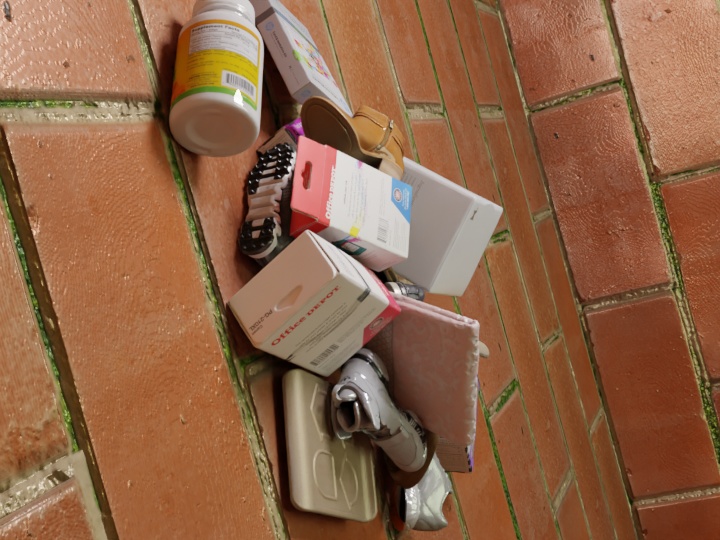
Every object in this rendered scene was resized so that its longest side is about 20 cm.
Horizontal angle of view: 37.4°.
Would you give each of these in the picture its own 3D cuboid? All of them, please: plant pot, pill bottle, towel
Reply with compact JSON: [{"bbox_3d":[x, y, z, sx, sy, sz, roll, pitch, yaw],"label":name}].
[{"bbox_3d":[0.074,0.231,1.628,0.027,0.200,0.201,13,54,-18],"label":"plant pot"},{"bbox_3d":[-0.178,-0.253,1.341,0.111,0.110,0.201,48,34,-50],"label":"pill bottle"},{"bbox_3d":[0.079,0.133,1.490,0.032,0.190,0.201,-36,135,-44],"label":"towel"}]

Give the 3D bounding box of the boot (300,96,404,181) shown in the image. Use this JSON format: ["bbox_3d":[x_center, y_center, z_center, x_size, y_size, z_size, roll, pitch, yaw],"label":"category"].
[{"bbox_3d":[-0.008,-0.207,1.567,0.200,0.073,0.155,49,32,-26],"label":"boot"}]

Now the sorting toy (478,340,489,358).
[{"bbox_3d":[0.110,0.079,1.699,0.037,0.199,0.185,-65,164,-1],"label":"sorting toy"}]

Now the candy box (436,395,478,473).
[{"bbox_3d":[0.159,0.238,1.829,0.200,0.071,0.169,70,24,-61],"label":"candy box"}]

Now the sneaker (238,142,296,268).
[{"bbox_3d":[-0.115,-0.081,1.458,0.091,0.066,0.201,57,33,-48],"label":"sneaker"}]

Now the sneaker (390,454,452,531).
[{"bbox_3d":[0.102,0.316,1.678,0.091,0.076,0.201,14,65,-19],"label":"sneaker"}]

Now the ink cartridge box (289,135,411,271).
[{"bbox_3d":[-0.026,-0.089,1.443,0.199,0.067,0.117,23,60,-33],"label":"ink cartridge box"}]

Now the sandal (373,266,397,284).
[{"bbox_3d":[0.000,0.000,1.609,0.081,0.054,0.200,57,-19,-8],"label":"sandal"}]

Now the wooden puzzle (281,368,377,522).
[{"bbox_3d":[-0.049,0.244,1.446,0.200,0.046,0.187,29,50,-56],"label":"wooden puzzle"}]

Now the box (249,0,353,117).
[{"bbox_3d":[-0.093,-0.319,1.615,0.156,0.041,0.201,31,30,-61],"label":"box"}]

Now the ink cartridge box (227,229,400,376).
[{"bbox_3d":[-0.056,0.047,1.386,0.084,0.145,0.200,53,10,28],"label":"ink cartridge box"}]

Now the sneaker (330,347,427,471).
[{"bbox_3d":[0.020,0.216,1.471,0.201,0.075,0.115,62,29,-15],"label":"sneaker"}]

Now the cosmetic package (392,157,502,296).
[{"bbox_3d":[0.091,-0.078,1.711,0.167,0.199,0.167,-64,158,7],"label":"cosmetic package"}]

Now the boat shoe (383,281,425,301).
[{"bbox_3d":[0.043,0.094,1.598,0.062,0.201,0.073,-5,49,-27],"label":"boat shoe"}]

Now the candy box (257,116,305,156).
[{"bbox_3d":[-0.049,-0.131,1.573,0.200,0.061,0.136,52,25,-5],"label":"candy box"}]
